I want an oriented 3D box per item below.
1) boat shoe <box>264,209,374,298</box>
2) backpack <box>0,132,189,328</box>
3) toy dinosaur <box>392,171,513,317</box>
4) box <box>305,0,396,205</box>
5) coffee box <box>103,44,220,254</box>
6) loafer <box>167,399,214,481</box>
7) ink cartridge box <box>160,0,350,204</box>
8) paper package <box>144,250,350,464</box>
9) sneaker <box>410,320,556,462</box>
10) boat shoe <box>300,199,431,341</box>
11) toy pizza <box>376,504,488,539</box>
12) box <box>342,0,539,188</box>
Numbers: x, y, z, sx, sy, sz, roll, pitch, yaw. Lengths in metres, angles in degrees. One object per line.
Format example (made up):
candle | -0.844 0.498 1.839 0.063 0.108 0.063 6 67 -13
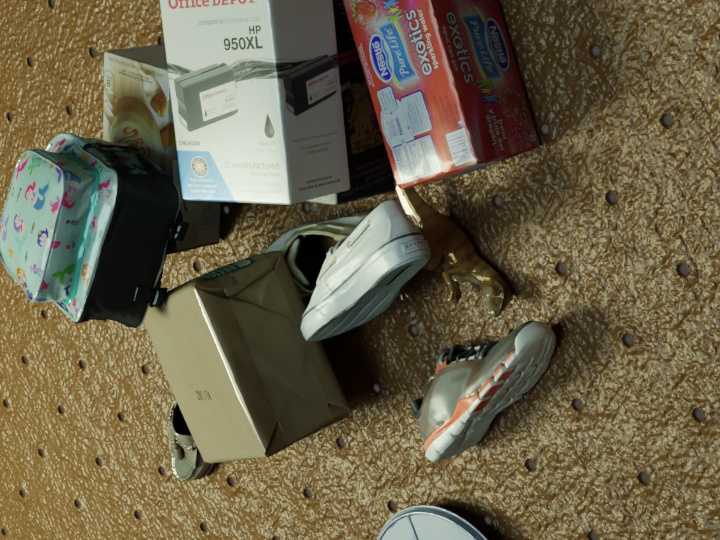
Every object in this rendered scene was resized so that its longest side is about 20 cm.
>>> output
boat shoe | -0.049 -0.014 1.523 0.200 0.068 0.075 -25 85 45
backpack | -0.283 -0.049 1.559 0.200 0.150 0.178 42 118 57
toy dinosaur | 0.066 -0.033 1.427 0.200 0.060 0.106 50 119 8
box | -0.035 -0.172 1.435 0.122 0.106 0.201 11 109 41
coffee box | -0.212 -0.130 1.635 0.114 0.080 0.201 21 116 40
loafer | -0.189 0.158 1.710 0.072 0.063 0.200 40 126 30
ink cartridge box | -0.095 -0.165 1.361 0.144 0.084 0.201 4 105 42
paper package | -0.123 0.092 1.552 0.191 0.103 0.200 66 155 -2
sneaker | 0.100 0.097 1.411 0.082 0.077 0.200 58 133 23
boat shoe | 0.000 0.000 1.412 0.200 0.073 0.067 -40 66 48
toy pizza | 0.090 0.327 1.517 0.200 0.032 0.201 15 112 42
box | 0.068 -0.184 1.341 0.100 0.095 0.201 -17 90 44
